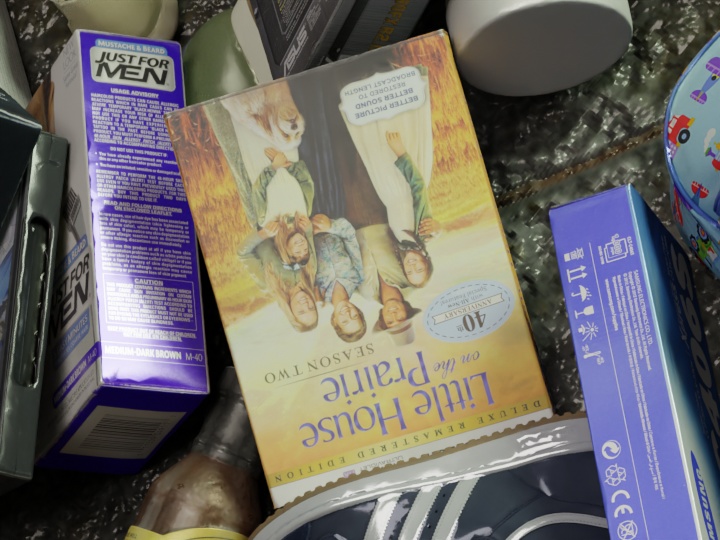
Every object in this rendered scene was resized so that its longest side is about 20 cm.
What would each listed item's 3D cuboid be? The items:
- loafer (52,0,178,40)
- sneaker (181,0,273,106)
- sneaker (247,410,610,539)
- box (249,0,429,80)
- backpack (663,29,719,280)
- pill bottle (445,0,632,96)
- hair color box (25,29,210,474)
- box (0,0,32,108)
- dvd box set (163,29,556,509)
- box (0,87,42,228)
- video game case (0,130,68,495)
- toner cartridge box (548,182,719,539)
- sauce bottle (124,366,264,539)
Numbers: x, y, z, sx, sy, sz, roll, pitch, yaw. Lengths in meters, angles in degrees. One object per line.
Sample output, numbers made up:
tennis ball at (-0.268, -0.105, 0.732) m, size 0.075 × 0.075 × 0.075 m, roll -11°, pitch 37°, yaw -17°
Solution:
loafer at (-0.150, -0.207, 1.498) m, size 0.075 × 0.068 × 0.201 m, roll -26°, pitch 60°, yaw 14°
sneaker at (-0.050, -0.045, 1.390) m, size 0.090 × 0.067 × 0.201 m, roll -32°, pitch 62°, yaw 28°
sneaker at (0.040, 0.146, 1.256) m, size 0.199 × 0.070 × 0.109 m, roll -20°, pitch 60°, yaw 14°
box at (0.000, -0.199, 1.324) m, size 0.200 × 0.048 × 0.159 m, roll -59°, pitch 36°, yaw 42°
backpack at (0.225, -0.057, 1.212) m, size 0.183 × 0.135 × 0.200 m, roll -47°, pitch 54°, yaw 1°
pill bottle at (0.075, -0.195, 1.354) m, size 0.114 × 0.114 × 0.201 m, roll -19°, pitch 62°, yaw 18°
hair color box at (-0.130, -0.009, 1.379) m, size 0.109 × 0.065 × 0.201 m, roll 133°, pitch 138°, yaw -54°
box at (-0.215, -0.114, 1.509) m, size 0.039 × 0.041 × 0.201 m, roll -27°, pitch 61°, yaw 14°
dvd box set at (0.000, 0.000, 1.298) m, size 0.146 × 0.029 × 0.201 m, roll -16°, pitch 87°, yaw 6°
box at (-0.281, -0.032, 1.391) m, size 0.197 × 0.124 × 0.201 m, roll 39°, pitch 108°, yaw 56°
video game case at (-0.215, 0.042, 1.394) m, size 0.200 × 0.025 × 0.181 m, roll -27°, pitch 54°, yaw 52°
toner cartridge box at (0.136, 0.070, 1.225) m, size 0.043 × 0.095 × 0.201 m, roll -18°, pitch 63°, yaw 19°
sauce bottle at (-0.089, 0.145, 1.323) m, size 0.065 × 0.065 × 0.201 m, roll 17°, pitch 79°, yaw 31°
